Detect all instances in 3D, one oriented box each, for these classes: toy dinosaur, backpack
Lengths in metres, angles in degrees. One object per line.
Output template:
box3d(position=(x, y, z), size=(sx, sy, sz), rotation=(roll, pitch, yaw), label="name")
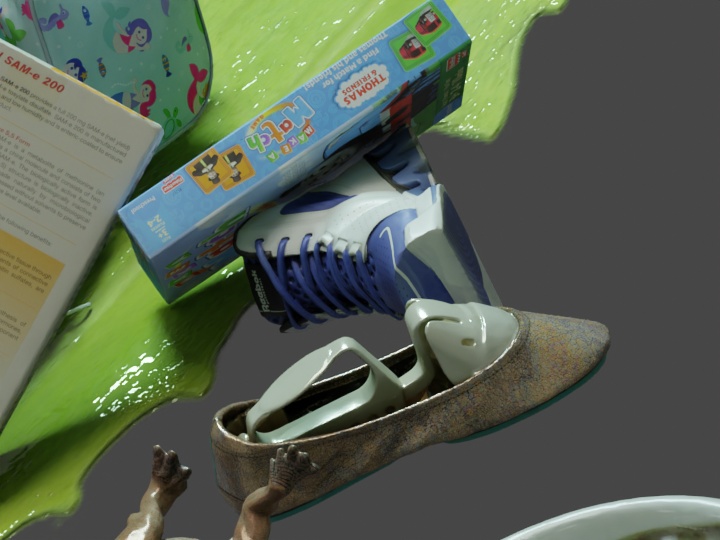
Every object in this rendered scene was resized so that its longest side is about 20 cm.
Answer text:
box3d(position=(-0.081, 0.150, 1.307), size=(0.200, 0.086, 0.136), rotation=(0, 42, 50), label="toy dinosaur")
box3d(position=(-0.176, -0.137, 1.805), size=(0.150, 0.178, 0.200), rotation=(-3, 21, 35), label="backpack")

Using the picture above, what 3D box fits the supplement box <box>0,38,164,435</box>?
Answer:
box3d(position=(-0.202, -0.016, 1.553), size=(0.200, 0.126, 0.074), rotation=(-61, 2, -2), label="supplement box")

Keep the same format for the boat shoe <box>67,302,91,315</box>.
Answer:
box3d(position=(-0.202, 0.010, 1.674), size=(0.075, 0.062, 0.200), rotation=(-22, 3, 30), label="boat shoe")

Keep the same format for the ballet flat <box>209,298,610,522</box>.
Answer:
box3d(position=(0.020, 0.054, 1.408), size=(0.200, 0.067, 0.068), rotation=(-26, 27, -2), label="ballet flat")

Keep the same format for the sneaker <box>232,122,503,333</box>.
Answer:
box3d(position=(0.000, 0.000, 1.527), size=(0.115, 0.081, 0.199), rotation=(-28, 19, 2), label="sneaker")

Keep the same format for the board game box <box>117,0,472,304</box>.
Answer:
box3d(position=(-0.033, -0.061, 1.593), size=(0.200, 0.037, 0.151), rotation=(-34, -8, -5), label="board game box")

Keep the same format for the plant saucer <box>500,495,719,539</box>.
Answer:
box3d(position=(0.091, 0.167, 1.160), size=(0.200, 0.050, 0.200), rotation=(-20, 26, 10), label="plant saucer")
